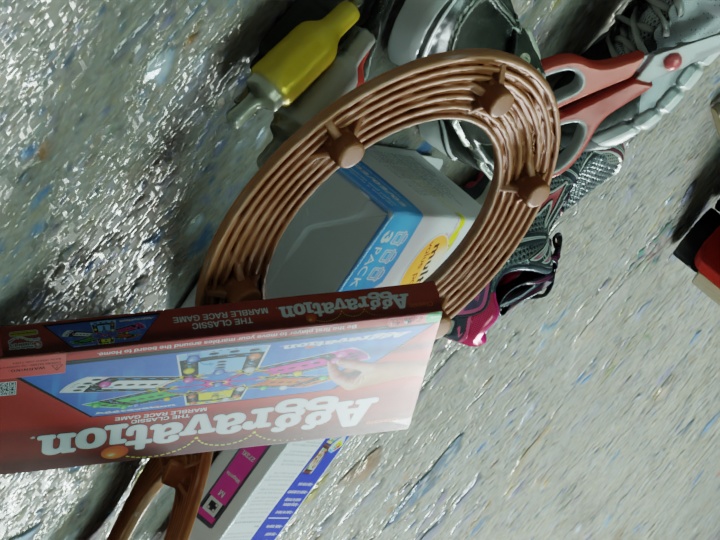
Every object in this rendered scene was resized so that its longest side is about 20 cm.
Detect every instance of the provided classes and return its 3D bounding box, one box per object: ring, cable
[{"bbox_3d":[-0.123,0.158,1.339,0.201,0.019,0.201,-61,-167,24],"label":"ring"},{"bbox_3d":[0.013,-0.016,1.240,0.200,0.019,0.201,-27,146,-20],"label":"ring"},{"bbox_3d":[0.014,-0.124,1.212,0.200,0.050,0.097,-50,153,-3],"label":"cable"}]

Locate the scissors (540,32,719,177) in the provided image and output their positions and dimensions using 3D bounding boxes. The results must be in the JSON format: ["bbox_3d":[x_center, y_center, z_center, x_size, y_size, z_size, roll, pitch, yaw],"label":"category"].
[{"bbox_3d":[0.159,-0.116,1.498,0.200,0.014,0.073,-30,127,4],"label":"scissors"}]

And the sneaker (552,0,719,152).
[{"bbox_3d":[0.167,-0.161,1.523,0.200,0.075,0.116,-38,136,1],"label":"sneaker"}]

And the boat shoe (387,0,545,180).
[{"bbox_3d":[0.064,-0.100,1.364,0.071,0.064,0.200,-49,162,-8],"label":"boat shoe"}]

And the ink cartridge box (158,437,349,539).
[{"bbox_3d":[-0.055,0.119,1.539,0.200,0.037,0.095,-57,162,6],"label":"ink cartridge box"}]

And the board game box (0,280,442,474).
[{"bbox_3d":[-0.069,0.049,1.209,0.199,0.019,0.103,-6,149,-13],"label":"board game box"}]

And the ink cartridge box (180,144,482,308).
[{"bbox_3d":[0.000,0.000,1.391,0.115,0.068,0.200,-55,162,13],"label":"ink cartridge box"}]

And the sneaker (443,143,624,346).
[{"bbox_3d":[0.090,-0.021,1.562,0.200,0.075,0.081,-39,158,-38],"label":"sneaker"}]

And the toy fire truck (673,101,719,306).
[{"bbox_3d":[0.311,-0.073,1.965,0.176,0.129,0.200,-47,171,-15],"label":"toy fire truck"}]
